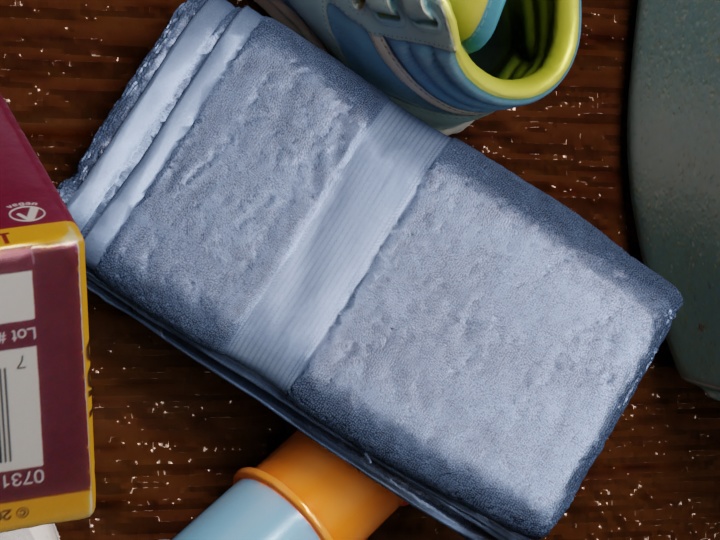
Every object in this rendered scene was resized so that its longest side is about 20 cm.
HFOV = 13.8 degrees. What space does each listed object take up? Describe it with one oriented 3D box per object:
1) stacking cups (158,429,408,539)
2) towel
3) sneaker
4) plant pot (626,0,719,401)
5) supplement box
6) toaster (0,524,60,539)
[{"bbox_3d":[-0.042,0.098,0.998,0.200,0.060,0.061,-44,107,-27],"label":"stacking cups"},{"bbox_3d":[0.000,0.000,0.986,0.200,0.049,0.112,33,77,5],"label":"towel"},{"bbox_3d":[-0.003,-0.125,0.978,0.200,0.131,0.080,41,73,-20],"label":"sneaker"},{"bbox_3d":[0.210,-0.035,1.057,0.196,0.196,0.200,13,91,-26],"label":"plant pot"},{"bbox_3d":[-0.150,-0.004,0.836,0.110,0.200,0.086,-8,116,-16],"label":"supplement box"},{"bbox_3d":[-0.170,0.098,0.886,0.200,0.129,0.114,-20,98,-26],"label":"toaster"}]
